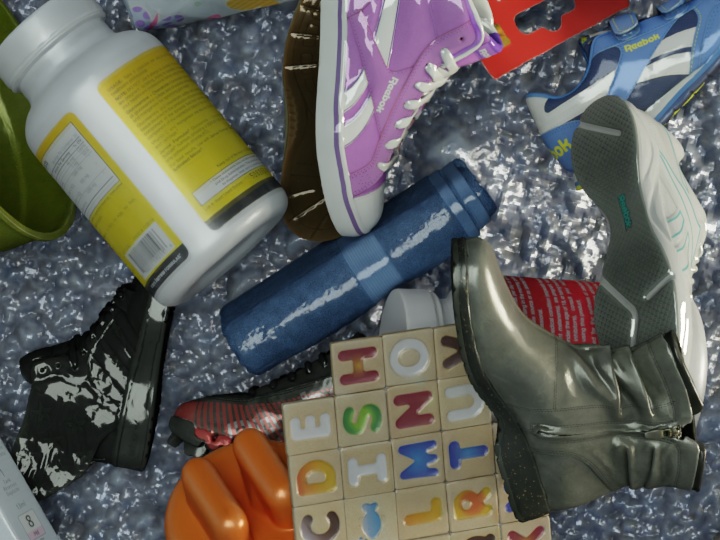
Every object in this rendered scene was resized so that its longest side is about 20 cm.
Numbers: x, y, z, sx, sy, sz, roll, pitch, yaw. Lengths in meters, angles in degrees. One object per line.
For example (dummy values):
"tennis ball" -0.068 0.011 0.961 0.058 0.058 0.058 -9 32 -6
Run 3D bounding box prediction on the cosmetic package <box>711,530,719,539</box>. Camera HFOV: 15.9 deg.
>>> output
"cosmetic package" 0.237 0.232 1.685 0.085 0.108 0.200 41 94 4

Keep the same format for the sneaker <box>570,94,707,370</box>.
"sneaker" 0.190 -0.012 1.628 0.070 0.080 0.202 -24 62 41

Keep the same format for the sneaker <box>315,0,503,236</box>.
"sneaker" 0.031 -0.115 1.626 0.113 0.073 0.202 5 110 9

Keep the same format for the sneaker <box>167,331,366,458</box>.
"sneaker" -0.030 0.090 1.729 0.199 0.071 0.099 2 89 3

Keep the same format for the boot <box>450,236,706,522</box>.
"boot" 0.133 0.054 1.556 0.130 0.068 0.201 -15 114 10

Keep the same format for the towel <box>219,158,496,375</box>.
"towel" 0.000 0.000 1.707 0.199 0.112 0.049 -32 99 3

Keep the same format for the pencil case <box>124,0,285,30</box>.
"pencil case" -0.071 -0.224 1.725 0.198 0.083 0.091 -15 73 4

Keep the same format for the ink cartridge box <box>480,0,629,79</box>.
"ink cartridge box" 0.089 -0.243 1.689 0.201 0.161 0.050 55 139 5

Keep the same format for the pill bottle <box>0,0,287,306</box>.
"pill bottle" -0.148 -0.084 1.682 0.112 0.112 0.200 -40 86 3

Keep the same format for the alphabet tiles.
"alphabet tiles" 0.037 0.135 1.605 0.166 0.008 0.202 -8 104 -12

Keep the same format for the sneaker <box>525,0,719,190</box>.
"sneaker" 0.195 -0.146 1.712 0.200 0.074 0.082 -44 84 2

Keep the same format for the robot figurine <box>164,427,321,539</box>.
"robot figurine" -0.064 0.190 1.678 0.116 0.201 0.144 12 55 21

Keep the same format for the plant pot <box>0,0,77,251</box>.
"plant pot" -0.322 -0.079 1.710 0.192 0.200 0.202 -22 87 16

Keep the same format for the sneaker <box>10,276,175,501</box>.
"sneaker" -0.185 0.064 1.749 0.103 0.060 0.202 9 93 1

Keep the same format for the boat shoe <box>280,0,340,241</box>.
"boat shoe" -0.018 -0.123 1.707 0.071 0.065 0.202 7 111 -2

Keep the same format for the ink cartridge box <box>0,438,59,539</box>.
"ink cartridge box" -0.315 0.142 1.739 0.162 0.057 0.201 -32 91 27

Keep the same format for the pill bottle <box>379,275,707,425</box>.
"pill bottle" 0.115 0.061 1.671 0.198 0.112 0.113 4 89 -13
